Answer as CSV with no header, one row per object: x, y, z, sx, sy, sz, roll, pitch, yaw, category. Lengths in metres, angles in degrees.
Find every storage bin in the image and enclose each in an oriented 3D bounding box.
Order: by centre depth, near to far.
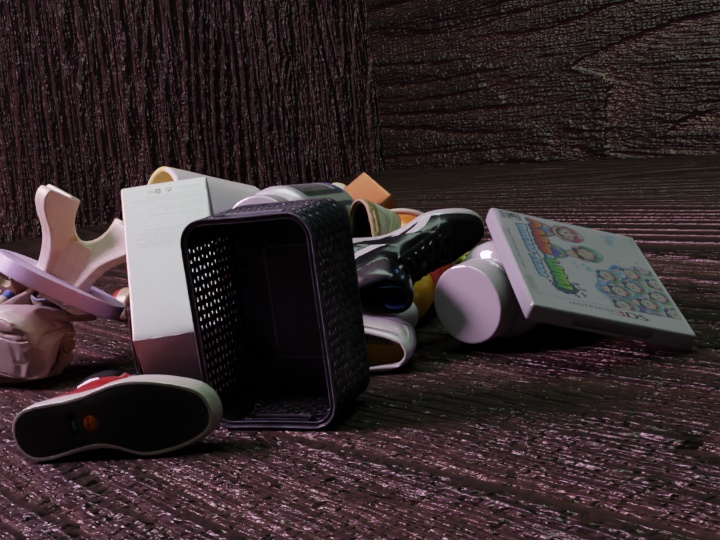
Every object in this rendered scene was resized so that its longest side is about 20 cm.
-0.078,0.039,0.911,0.135,0.200,0.094,-3,10,23,storage bin

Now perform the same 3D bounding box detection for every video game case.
0.239,0.004,1.028,0.182,0.024,0.200,11,30,-12,video game case

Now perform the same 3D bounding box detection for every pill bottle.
0.178,0.016,1.116,0.114,0.115,0.200,1,13,41,pill bottle
-0.082,-0.051,1.201,0.114,0.114,0.200,-3,5,22,pill bottle

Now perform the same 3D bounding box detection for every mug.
-0.201,-0.075,1.294,0.153,0.187,0.149,0,-27,-33,mug

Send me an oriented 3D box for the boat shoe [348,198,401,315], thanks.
0.000,0.000,1.174,0.066,0.200,0.074,32,-43,-31,boat shoe

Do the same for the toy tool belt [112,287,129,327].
-0.262,-0.007,1.373,0.123,0.125,0.200,2,49,27,toy tool belt

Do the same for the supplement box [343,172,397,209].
0.027,-0.053,1.400,0.067,0.200,0.069,-41,56,-9,supplement box

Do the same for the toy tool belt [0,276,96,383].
-0.441,0.070,1.200,0.200,0.125,0.123,6,28,23,toy tool belt

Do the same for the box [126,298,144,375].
-0.186,0.060,1.212,0.200,0.086,0.164,-9,9,-10,box

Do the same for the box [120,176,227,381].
-0.199,0.017,1.059,0.097,0.200,0.124,-9,-34,-7,box

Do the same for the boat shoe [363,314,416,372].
-0.043,0.085,1.034,0.201,0.075,0.086,4,14,7,boat shoe

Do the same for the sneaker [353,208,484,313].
0.062,-0.002,1.084,0.200,0.073,0.112,-17,34,-9,sneaker

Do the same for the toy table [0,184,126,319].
-0.353,-0.024,1.203,0.184,0.117,0.200,27,-2,18,toy table

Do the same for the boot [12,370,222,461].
-0.209,0.124,0.923,0.200,0.073,0.144,-8,8,16,boot

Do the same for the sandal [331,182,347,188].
-0.031,-0.102,1.478,0.077,0.070,0.212,-4,11,24,sandal

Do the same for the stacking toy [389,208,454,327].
0.051,0.018,1.237,0.146,0.146,0.200,-6,25,7,stacking toy

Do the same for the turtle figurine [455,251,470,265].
0.158,-0.010,1.436,0.200,0.065,0.161,13,-1,-20,turtle figurine
